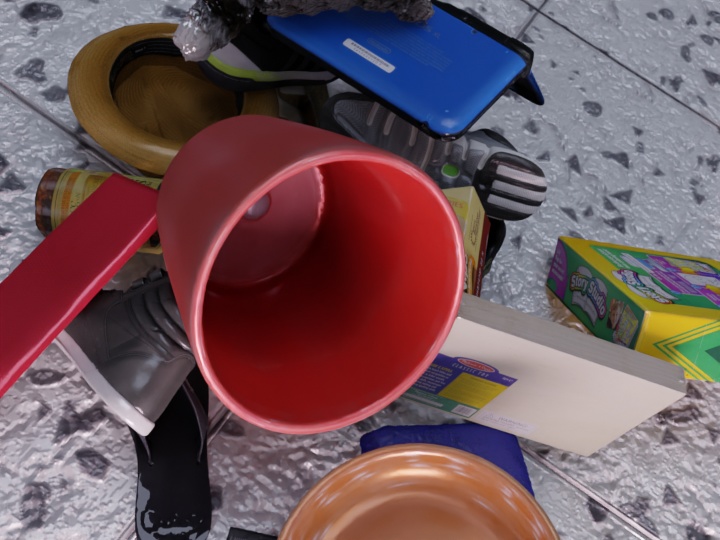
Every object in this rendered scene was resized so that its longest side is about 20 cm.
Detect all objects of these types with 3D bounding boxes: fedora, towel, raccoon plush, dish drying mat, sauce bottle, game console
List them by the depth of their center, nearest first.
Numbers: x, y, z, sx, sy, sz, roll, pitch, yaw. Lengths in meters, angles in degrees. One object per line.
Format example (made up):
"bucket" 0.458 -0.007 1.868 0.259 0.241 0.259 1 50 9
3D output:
"dish drying mat" -0.223 0.008 0.719 0.076 0.018 0.200 21 60 32
"raccoon plush" -0.030 -0.205 0.761 0.134 0.097 0.200 40 94 7
"towel" 0.078 0.220 0.762 0.147 0.050 0.201 3 58 -23
"sauce bottle" -0.166 -0.046 0.808 0.198 0.066 0.066 5 57 6
"game console" 0.045 -0.180 0.843 0.200 0.119 0.171 35 64 19
"fedora" -0.169 -0.139 0.879 0.199 0.082 0.202 9 48 -10

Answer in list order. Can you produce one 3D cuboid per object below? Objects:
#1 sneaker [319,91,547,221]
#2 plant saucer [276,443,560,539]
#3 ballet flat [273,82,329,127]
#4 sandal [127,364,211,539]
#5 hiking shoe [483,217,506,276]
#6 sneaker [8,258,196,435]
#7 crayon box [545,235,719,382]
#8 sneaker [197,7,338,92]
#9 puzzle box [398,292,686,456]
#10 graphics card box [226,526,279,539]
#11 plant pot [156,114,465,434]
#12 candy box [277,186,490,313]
"sneaker" 0.062 -0.103 0.846 0.199 0.075 0.116 23 18 -1
"plant saucer" 0.038 0.214 0.636 0.199 0.038 0.201 -2 60 4
"ballet flat" -0.059 -0.135 0.914 0.070 0.071 0.201 -7 65 -20
"sandal" -0.148 0.119 0.753 0.076 0.043 0.201 -7 62 -20
"hiking shoe" 0.053 0.001 0.850 0.076 0.101 0.200 45 58 12
"sneaker" -0.188 0.030 0.747 0.099 0.071 0.200 -45 57 -11
"crayon box" 0.280 0.035 0.859 0.171 0.059 0.200 7 17 -11
"sneaker" -0.060 -0.214 0.872 0.072 0.083 0.200 40 38 17
"puzzle box" 0.131 0.085 0.757 0.199 0.133 0.026 19 53 -16
"graphics card box" -0.011 0.261 0.665 0.199 0.051 0.126 9 63 10
"plant pot" -0.052 -0.017 0.684 0.199 0.202 0.177 -13 30 -23
"candy box" 0.000 0.000 0.799 0.199 0.055 0.116 -5 52 26
